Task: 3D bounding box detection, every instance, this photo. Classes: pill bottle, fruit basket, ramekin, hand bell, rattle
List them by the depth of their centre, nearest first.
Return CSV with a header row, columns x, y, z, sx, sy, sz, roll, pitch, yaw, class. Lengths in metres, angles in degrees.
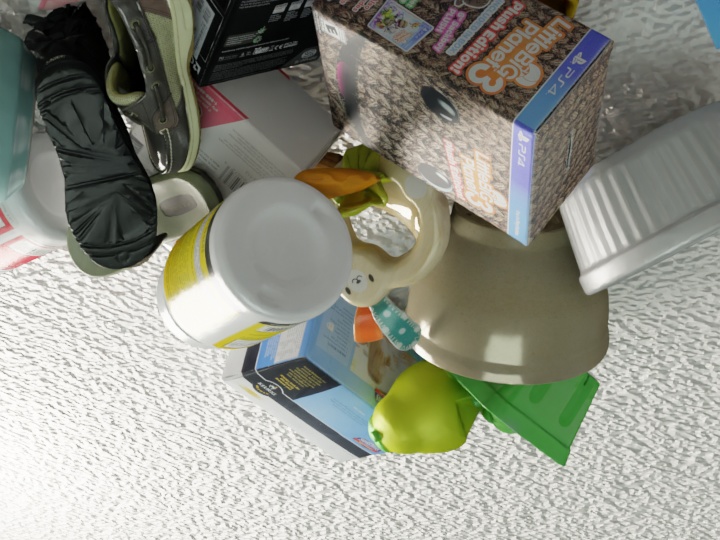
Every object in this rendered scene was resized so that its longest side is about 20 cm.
x,y,z,sx,sy,sz,roll,pitch,yaw,class
-0.096,0.003,0.943,0.114,0.115,0.200,24,159,-19,pill bottle
0.262,-0.065,0.976,0.202,0.094,0.202,-26,173,-3,ramekin
0.000,0.000,0.987,0.130,0.143,0.200,17,114,5,rattle
-0.023,-0.098,1.076,0.200,0.104,0.104,15,143,11,hand bell
-0.369,-0.053,1.155,0.200,0.112,0.112,-20,135,31,pill bottle
0.113,0.131,1.195,0.215,0.216,0.155,-25,132,35,fruit basket

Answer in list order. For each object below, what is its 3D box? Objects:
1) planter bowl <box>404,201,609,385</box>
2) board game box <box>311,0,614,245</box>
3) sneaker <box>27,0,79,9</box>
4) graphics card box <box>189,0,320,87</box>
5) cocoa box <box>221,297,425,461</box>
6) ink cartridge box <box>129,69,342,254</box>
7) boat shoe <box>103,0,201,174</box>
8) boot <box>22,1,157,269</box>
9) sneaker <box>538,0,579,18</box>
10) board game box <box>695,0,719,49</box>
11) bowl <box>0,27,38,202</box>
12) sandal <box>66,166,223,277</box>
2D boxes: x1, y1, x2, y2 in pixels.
x,y,z,sx,sy,sz,roll,pitch,yaw,class
0.143,-0.001,1.090,0.200,0.200,0.135,5,115,4,planter bowl
0.076,-0.139,0.879,0.200,0.097,0.160,33,160,21,board game box
-0.173,-0.240,0.903,0.200,0.075,0.105,-29,119,33,sneaker
-0.056,-0.231,0.870,0.125,0.051,0.200,-22,158,-35,graphics card box
-0.027,0.103,1.268,0.131,0.134,0.200,-19,134,38,cocoa box
-0.132,-0.102,1.041,0.146,0.083,0.200,41,136,-6,ink cartridge box
-0.168,-0.150,0.896,0.066,0.072,0.201,-27,148,-25,boat shoe
-0.228,-0.121,0.974,0.073,0.163,0.199,-17,123,-5,boot
0.125,-0.173,0.943,0.073,0.077,0.200,8,144,-2,sneaker
0.331,-0.255,0.828,0.200,0.040,0.153,-16,136,27,board game box
-0.338,-0.135,0.995,0.105,0.201,0.201,6,144,-18,bowl
-0.206,-0.040,1.037,0.201,0.057,0.080,-21,114,41,sandal
